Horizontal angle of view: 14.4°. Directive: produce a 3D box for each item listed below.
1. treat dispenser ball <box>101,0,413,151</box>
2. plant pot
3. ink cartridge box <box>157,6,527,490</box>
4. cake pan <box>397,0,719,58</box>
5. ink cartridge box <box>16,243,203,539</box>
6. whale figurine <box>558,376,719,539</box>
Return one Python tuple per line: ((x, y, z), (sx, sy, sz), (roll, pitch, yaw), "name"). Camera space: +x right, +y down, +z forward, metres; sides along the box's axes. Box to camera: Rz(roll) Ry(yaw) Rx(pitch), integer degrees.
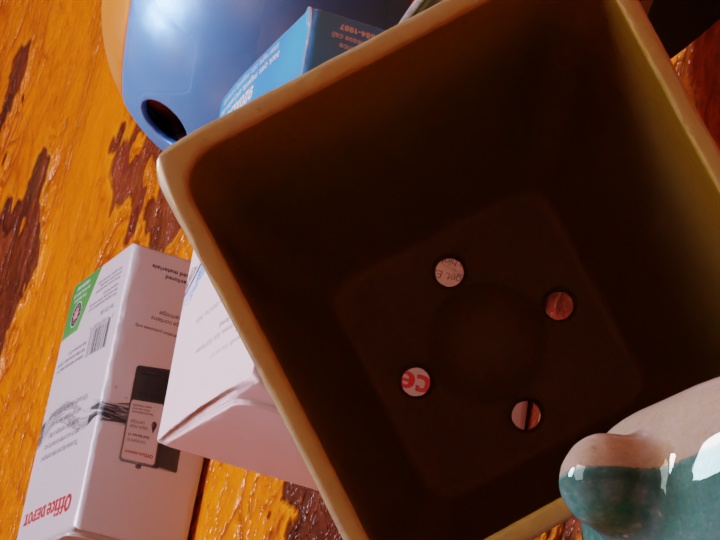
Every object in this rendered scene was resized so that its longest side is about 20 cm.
((-0.048, -0.145, 1.627), (0.201, 0.200, 0.202), (-163, 90, -72), "treat dispenser ball")
((0.051, 0.014, 1.157), (0.196, 0.194, 0.200), (62, 176, 9), "plant pot")
((0.000, 0.000, 1.452), (0.145, 0.147, 0.201), (144, 139, -61), "ink cartridge box")
((0.103, -0.120, 1.232), (0.037, 0.200, 0.200), (58, 141, 17), "cake pan")
((-0.158, 0.100, 1.923), (0.147, 0.083, 0.201), (153, 132, -65), "ink cartridge box")
((0.145, 0.087, 0.955), (0.200, 0.158, 0.104), (111, 161, -68), "whale figurine")
